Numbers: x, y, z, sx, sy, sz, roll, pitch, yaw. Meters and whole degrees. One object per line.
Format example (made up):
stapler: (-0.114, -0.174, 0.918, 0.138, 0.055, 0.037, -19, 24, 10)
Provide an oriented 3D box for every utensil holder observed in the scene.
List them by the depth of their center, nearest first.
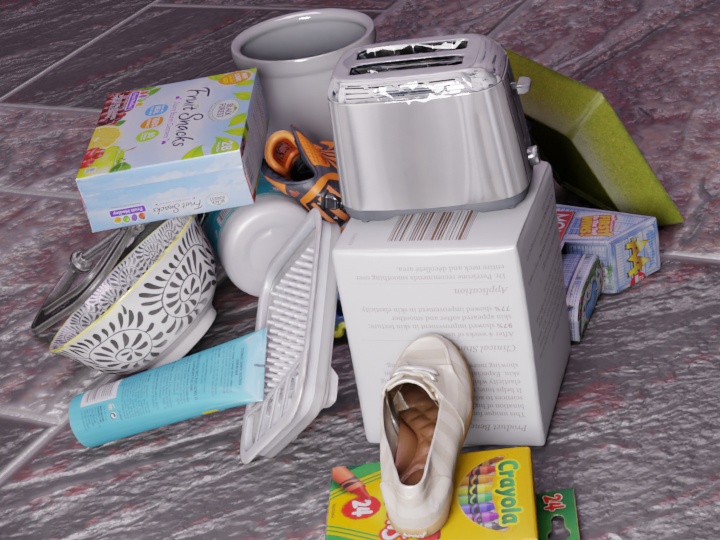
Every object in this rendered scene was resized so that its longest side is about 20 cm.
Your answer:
utensil holder: (-0.050, -0.183, 1.890, 0.168, 0.201, 0.170, -8, 27, 4)

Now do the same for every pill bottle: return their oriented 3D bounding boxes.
pill bottle: (-0.118, -0.058, 1.772, 0.110, 0.112, 0.200, -15, 28, -11)

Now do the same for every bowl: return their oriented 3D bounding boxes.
bowl: (-0.204, 0.039, 1.599, 0.201, 0.094, 0.201, -42, 13, 12)

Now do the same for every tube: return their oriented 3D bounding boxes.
tube: (-0.172, 0.111, 1.471, 0.199, 0.050, 0.078, -19, 54, 23)

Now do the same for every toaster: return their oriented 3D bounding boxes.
toaster: (0.050, -0.122, 1.378, 0.198, 0.130, 0.114, -4, 27, 14)

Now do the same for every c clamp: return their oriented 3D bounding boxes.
c clamp: (-0.277, -0.011, 1.708, 0.200, 0.027, 0.172, -31, 28, 46)

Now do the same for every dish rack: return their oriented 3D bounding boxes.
dish rack: (-0.055, 0.062, 1.430, 0.043, 0.172, 0.202, 13, 63, -16)

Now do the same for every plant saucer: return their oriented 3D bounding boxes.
plant saucer: (0.234, -0.132, 1.741, 0.048, 0.200, 0.200, -43, 34, -5)

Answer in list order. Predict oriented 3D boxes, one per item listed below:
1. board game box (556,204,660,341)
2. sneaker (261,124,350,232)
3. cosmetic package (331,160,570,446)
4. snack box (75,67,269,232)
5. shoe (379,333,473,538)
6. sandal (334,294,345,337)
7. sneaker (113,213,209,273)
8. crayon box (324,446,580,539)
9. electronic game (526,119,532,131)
board game box: (0.192, -0.006, 1.622, 0.198, 0.062, 0.200, 1, 29, 21)
sneaker: (-0.053, -0.116, 1.704, 0.078, 0.112, 0.200, -48, 23, 7)
cosmetic package: (0.087, 0.029, 1.437, 0.166, 0.201, 0.167, 0, 29, 17)
snack box: (-0.184, -0.124, 1.628, 0.167, 0.068, 0.201, -9, 31, 8)
shoe: (0.051, 0.117, 1.281, 0.069, 0.054, 0.201, -9, 41, 14)
sandal: (0.000, 0.000, 1.611, 0.199, 0.087, 0.080, -30, 25, 14)
sneaker: (-0.202, -0.031, 1.716, 0.066, 0.200, 0.091, 21, 33, -35)
crayon box: (0.073, 0.200, 1.280, 0.198, 0.051, 0.127, -7, 27, 5)
electronic game: (0.107, -0.088, 1.719, 0.200, 0.042, 0.200, -44, 0, 0)
